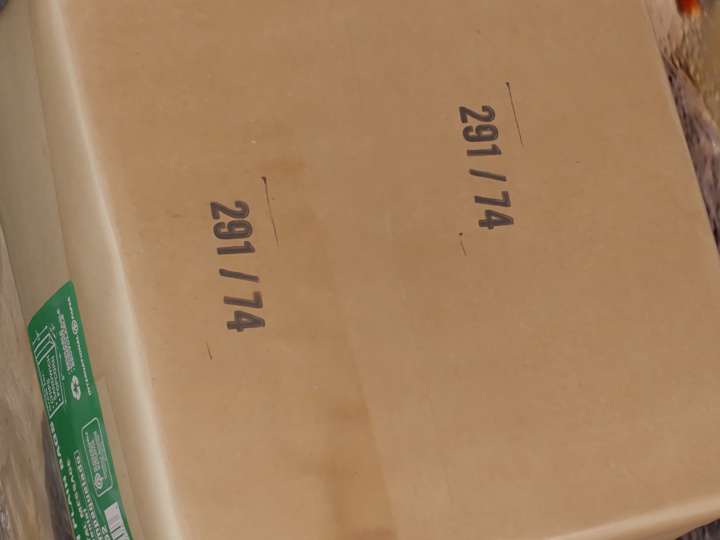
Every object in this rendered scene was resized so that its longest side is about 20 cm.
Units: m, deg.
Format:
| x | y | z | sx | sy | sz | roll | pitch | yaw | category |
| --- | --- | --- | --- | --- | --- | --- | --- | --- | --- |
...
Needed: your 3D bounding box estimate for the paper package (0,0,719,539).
| x | y | z | sx | sy | sz | roll | pitch | yaw | category |
| --- | --- | --- | --- | --- | --- | --- | --- | --- | --- |
| 0.000 | 0.000 | 0.803 | 0.103 | 0.190 | 0.201 | 136 | 121 | -66 | paper package |
